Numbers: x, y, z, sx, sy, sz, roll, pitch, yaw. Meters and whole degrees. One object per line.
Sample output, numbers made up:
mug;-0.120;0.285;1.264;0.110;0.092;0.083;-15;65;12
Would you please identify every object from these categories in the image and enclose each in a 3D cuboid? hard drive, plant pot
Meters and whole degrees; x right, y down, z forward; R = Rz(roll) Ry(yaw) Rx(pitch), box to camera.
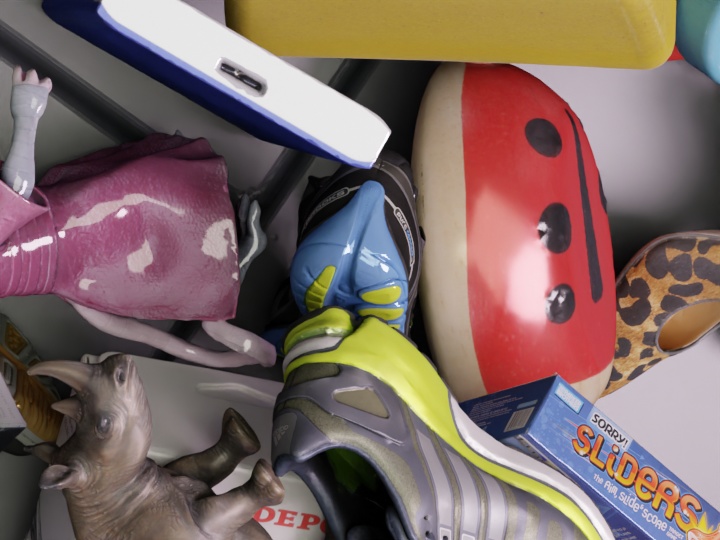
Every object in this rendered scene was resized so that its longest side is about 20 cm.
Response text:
hard drive;-0.068;-0.090;1.262;0.131;0.200;0.025;29;89;-14
plant pot;0.034;-0.201;1.193;0.199;0.176;0.201;2;84;7

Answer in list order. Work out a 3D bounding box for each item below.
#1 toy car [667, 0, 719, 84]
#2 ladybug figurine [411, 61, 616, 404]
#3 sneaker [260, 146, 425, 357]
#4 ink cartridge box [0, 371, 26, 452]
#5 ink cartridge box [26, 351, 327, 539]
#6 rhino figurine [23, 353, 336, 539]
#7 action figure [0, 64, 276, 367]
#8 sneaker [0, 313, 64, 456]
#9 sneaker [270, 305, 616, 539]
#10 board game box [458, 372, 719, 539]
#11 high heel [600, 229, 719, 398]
toy car;0.191;-0.136;1.381;0.177;0.184;0.200;-39;135;-8
ladybug figurine;0.075;-0.009;1.357;0.071;0.136;0.201;-3;107;23
sneaker;0.000;0.000;1.308;0.070;0.200;0.083;18;71;0
ink cartridge box;-0.266;0.112;1.219;0.198;0.200;0.043;-43;68;19
ink cartridge box;-0.081;0.153;1.328;0.145;0.084;0.201;11;115;-17
rhino figurine;-0.073;0.106;1.224;0.087;0.060;0.200;-41;116;6
action figure;-0.154;-0.010;1.286;0.199;0.134;0.150;-11;88;-29
sneaker;-0.230;0.034;1.315;0.200;0.076;0.088;36;104;-17
sneaker;0.033;0.108;1.230;0.200;0.074;0.081;40;48;-16
board game box;0.077;0.117;1.343;0.135;0.200;0.035;40;62;-18
high heel;0.195;0.036;1.379;0.200;0.071;0.143;-47;67;27
